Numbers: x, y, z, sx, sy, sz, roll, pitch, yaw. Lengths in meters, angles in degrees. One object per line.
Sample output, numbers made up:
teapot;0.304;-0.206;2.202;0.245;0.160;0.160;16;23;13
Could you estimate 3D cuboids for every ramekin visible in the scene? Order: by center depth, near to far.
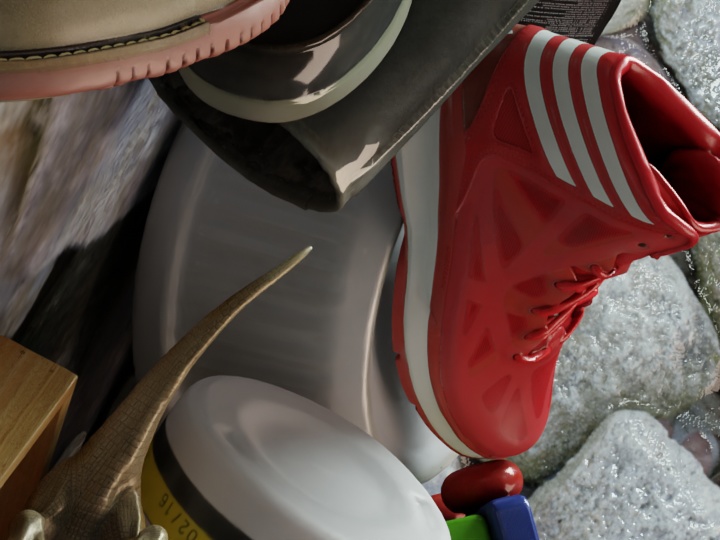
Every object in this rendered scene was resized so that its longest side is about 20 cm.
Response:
ramekin;0.000;0.000;0.851;0.202;0.094;0.204;-41;139;-48

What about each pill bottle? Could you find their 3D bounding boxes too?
pill bottle;-0.063;0.147;0.742;0.201;0.111;0.111;-58;178;15

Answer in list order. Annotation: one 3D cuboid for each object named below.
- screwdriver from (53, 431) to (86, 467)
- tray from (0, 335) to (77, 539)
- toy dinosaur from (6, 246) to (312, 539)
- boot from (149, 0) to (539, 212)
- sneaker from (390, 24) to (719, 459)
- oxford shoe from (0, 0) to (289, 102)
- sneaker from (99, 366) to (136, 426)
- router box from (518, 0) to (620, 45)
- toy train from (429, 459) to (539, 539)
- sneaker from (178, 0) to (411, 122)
screwdriver;-0.151;0.133;0.748;0.201;0.028;0.029;-62;147;-27
tray;-0.149;0.114;0.591;0.200;0.037;0.099;-57;173;-50
toy dinosaur;-0.087;0.077;0.648;0.201;0.058;0.101;-58;-167;19
boot;0.008;-0.119;0.725;0.200;0.182;0.073;-46;129;-10
sneaker;0.076;0.003;0.763;0.078;0.115;0.201;-52;144;-36
oxford shoe;-0.045;-0.100;0.499;0.200;0.070;0.074;-51;137;-52
sneaker;-0.053;0.036;0.957;0.201;0.085;0.077;-64;177;15
router box;0.085;-0.204;0.888;0.157;0.052;0.201;106;-14;-75
toy train;0.002;0.146;0.889;0.200;0.115;0.085;130;-52;-68
sneaker;-0.005;-0.146;0.623;0.106;0.074;0.201;96;14;-58
